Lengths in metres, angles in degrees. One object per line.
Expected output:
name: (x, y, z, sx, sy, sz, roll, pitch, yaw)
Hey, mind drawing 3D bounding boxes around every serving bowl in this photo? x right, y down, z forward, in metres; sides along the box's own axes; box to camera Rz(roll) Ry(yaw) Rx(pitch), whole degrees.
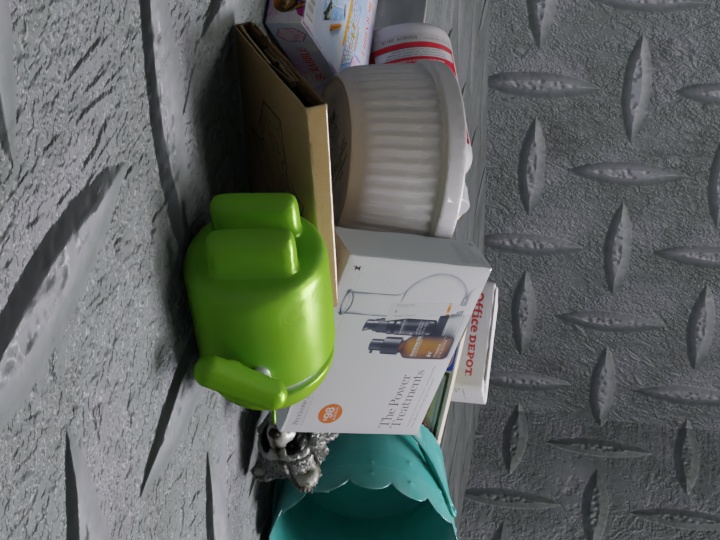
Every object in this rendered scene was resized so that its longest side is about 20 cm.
serving bowl: (0.023, -0.252, 1.684, 0.200, 0.066, 0.201, -168, -90, -82)

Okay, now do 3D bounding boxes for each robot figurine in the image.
robot figurine: (-0.080, 0.031, 1.139, 0.176, 0.115, 0.200, -91, 178, -46)

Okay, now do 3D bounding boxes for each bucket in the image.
bucket: (0.003, 0.253, 1.508, 0.135, 0.206, 0.208, -88, 177, -53)

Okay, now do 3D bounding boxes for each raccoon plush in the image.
raccoon plush: (-0.027, 0.158, 1.419, 0.200, 0.097, 0.135, 15, 82, -45)

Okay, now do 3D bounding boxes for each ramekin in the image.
ramekin: (0.019, -0.103, 1.342, 0.200, 0.105, 0.201, -178, -90, -75)

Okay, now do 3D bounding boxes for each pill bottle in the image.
pill bottle: (0.059, -0.155, 1.511, 0.112, 0.112, 0.201, 62, 17, -72)

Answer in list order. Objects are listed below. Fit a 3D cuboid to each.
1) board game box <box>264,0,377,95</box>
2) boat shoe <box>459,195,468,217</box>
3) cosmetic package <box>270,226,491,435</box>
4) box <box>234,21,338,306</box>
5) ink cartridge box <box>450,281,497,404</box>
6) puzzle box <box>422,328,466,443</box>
board game box: (-0.031, -0.288, 1.410, 0.200, 0.041, 0.201, 51, 45, -64)
boat shoe: (0.070, -0.114, 1.623, 0.066, 0.072, 0.201, 54, 10, -29)
cosmetic package: (0.014, 0.060, 1.292, 0.052, 0.150, 0.201, 60, -44, 49)
box: (-0.063, -0.089, 1.197, 0.164, 0.021, 0.201, -128, -151, -48)
ink cartridge box: (0.073, 0.086, 1.812, 0.084, 0.199, 0.145, 70, 27, -67)
puzzle box: (0.035, 0.128, 1.539, 0.025, 0.133, 0.201, -59, 163, -53)
